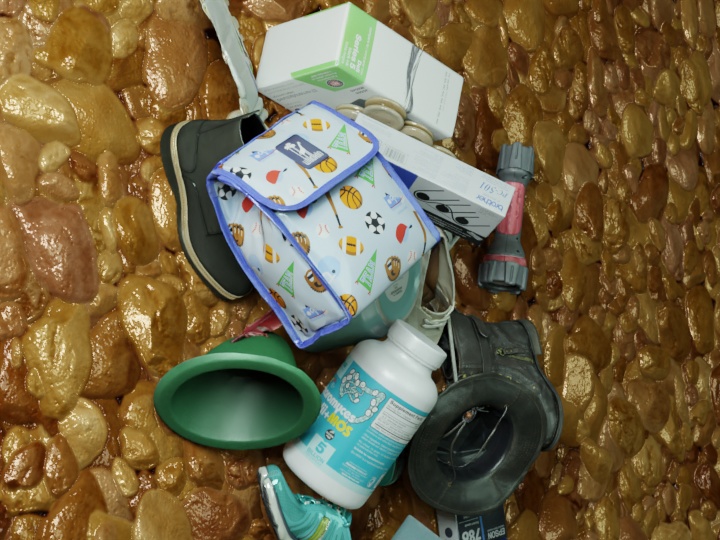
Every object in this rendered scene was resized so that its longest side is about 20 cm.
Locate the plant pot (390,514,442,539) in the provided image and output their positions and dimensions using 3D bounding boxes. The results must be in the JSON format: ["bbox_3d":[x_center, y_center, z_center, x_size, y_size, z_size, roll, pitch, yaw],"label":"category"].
[{"bbox_3d":[0.083,0.443,1.548,0.200,0.196,0.196,-45,135,-15],"label":"plant pot"}]

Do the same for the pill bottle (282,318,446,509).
[{"bbox_3d":[0.011,0.154,1.508,0.111,0.111,0.201,32,95,-38],"label":"pill bottle"}]

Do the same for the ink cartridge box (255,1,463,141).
[{"bbox_3d":[0.001,-0.218,1.596,0.199,0.145,0.085,26,67,-39],"label":"ink cartridge box"}]

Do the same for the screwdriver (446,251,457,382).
[{"bbox_3d":[0.113,0.059,1.718,0.028,0.029,0.201,11,56,-31],"label":"screwdriver"}]

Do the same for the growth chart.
[{"bbox_3d":[-0.142,-0.245,1.497,0.145,0.018,0.201,-70,140,-76],"label":"growth chart"}]

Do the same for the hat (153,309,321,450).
[{"bbox_3d":[-0.116,0.075,1.468,0.166,0.198,0.177,96,-6,-49],"label":"hat"}]

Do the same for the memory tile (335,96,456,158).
[{"bbox_3d":[0.038,-0.135,1.613,0.200,0.153,0.017,39,59,-38],"label":"memory tile"}]

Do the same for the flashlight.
[{"bbox_3d":[0.200,-0.071,1.834,0.068,0.067,0.202,19,73,-39],"label":"flashlight"}]

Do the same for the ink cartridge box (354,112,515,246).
[{"bbox_3d":[0.069,-0.103,1.569,0.199,0.094,0.044,25,66,-5],"label":"ink cartridge box"}]

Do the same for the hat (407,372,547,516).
[{"bbox_3d":[0.125,0.200,1.660,0.199,0.081,0.202,-12,114,-27],"label":"hat"}]

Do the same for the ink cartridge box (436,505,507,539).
[{"bbox_3d":[0.139,0.294,1.747,0.099,0.039,0.202,-7,90,-46],"label":"ink cartridge box"}]

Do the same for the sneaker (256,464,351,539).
[{"bbox_3d":[-0.051,0.278,1.517,0.079,0.078,0.200,-33,124,2],"label":"sneaker"}]

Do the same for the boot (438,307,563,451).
[{"bbox_3d":[0.171,0.141,1.773,0.173,0.069,0.201,4,63,-44],"label":"boot"}]

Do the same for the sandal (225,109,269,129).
[{"bbox_3d":[-0.083,-0.087,1.549,0.077,0.069,0.213,-27,104,-43],"label":"sandal"}]

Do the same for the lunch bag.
[{"bbox_3d":[-0.042,-0.056,1.374,0.170,0.124,0.201,-39,95,-39],"label":"lunch bag"}]

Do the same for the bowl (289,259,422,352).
[{"bbox_3d":[0.000,0.000,1.555,0.200,0.104,0.202,-20,113,-57],"label":"bowl"}]

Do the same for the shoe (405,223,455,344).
[{"bbox_3d":[0.079,0.027,1.663,0.070,0.053,0.201,-21,127,-29],"label":"shoe"}]

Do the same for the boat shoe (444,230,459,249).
[{"bbox_3d":[0.083,-0.046,1.713,0.074,0.065,0.200,55,51,-25],"label":"boat shoe"}]

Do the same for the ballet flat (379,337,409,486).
[{"bbox_3d":[0.038,0.155,1.609,0.074,0.074,0.201,-7,119,-45],"label":"ballet flat"}]

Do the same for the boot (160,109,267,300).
[{"bbox_3d":[-0.131,-0.068,1.450,0.077,0.138,0.201,-34,109,-42],"label":"boot"}]
